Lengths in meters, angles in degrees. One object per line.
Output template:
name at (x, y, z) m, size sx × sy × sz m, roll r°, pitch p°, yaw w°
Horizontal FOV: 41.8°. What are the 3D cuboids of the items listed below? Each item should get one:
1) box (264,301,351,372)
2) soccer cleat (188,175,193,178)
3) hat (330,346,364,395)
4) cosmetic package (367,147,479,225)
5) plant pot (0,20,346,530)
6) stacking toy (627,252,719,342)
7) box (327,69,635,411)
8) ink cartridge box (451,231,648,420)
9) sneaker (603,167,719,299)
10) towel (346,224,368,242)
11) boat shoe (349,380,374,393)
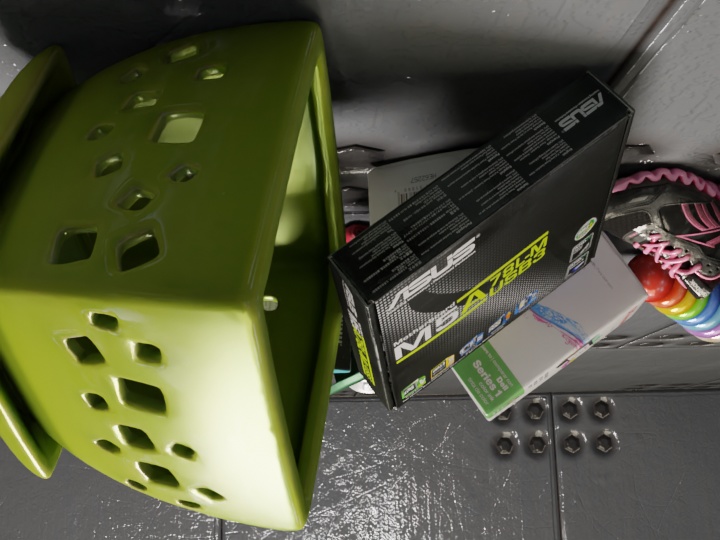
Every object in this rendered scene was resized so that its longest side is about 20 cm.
box at (-0.101, 0.029, 0.705) m, size 0.198 × 0.083 × 0.049 m, roll 9°, pitch 168°, yaw -30°
soccer cleat at (-0.069, -0.059, 0.676) m, size 0.077 × 0.070 × 0.200 m, roll 9°, pitch 169°, yaw 16°
hat at (0.000, 0.000, 0.819) m, size 0.198 × 0.178 × 0.166 m, roll -23°, pitch 173°, yaw 3°
cosmetic package at (0.092, -0.034, 0.780) m, size 0.101 × 0.075 × 0.200 m, roll -7°, pitch 169°, yaw 24°
plant pot at (-0.110, 0.001, 0.506) m, size 0.179 × 0.200 × 0.201 m, roll 3°, pitch 138°, yaw 7°
stacking toy at (0.369, 0.025, 1.080) m, size 0.085 × 0.086 × 0.199 m, roll -13°, pitch 159°, yaw 42°
box at (0.079, -0.008, 0.617) m, size 0.199 × 0.048 × 0.194 m, roll -35°, pitch 158°, yaw -12°
ink cartridge box at (0.188, 0.062, 0.976) m, size 0.199 × 0.084 × 0.145 m, roll -37°, pitch 166°, yaw 1°
sneaker at (0.268, -0.026, 0.781) m, size 0.198 × 0.097 × 0.079 m, roll 5°, pitch 168°, yaw -23°
towel at (0.005, -0.010, 0.991) m, size 0.143 × 0.023 × 0.199 m, roll 6°, pitch 166°, yaw -28°
boat shoe at (-0.023, 0.048, 0.981) m, size 0.071 × 0.068 × 0.200 m, roll -14°, pitch -150°, yaw -18°
